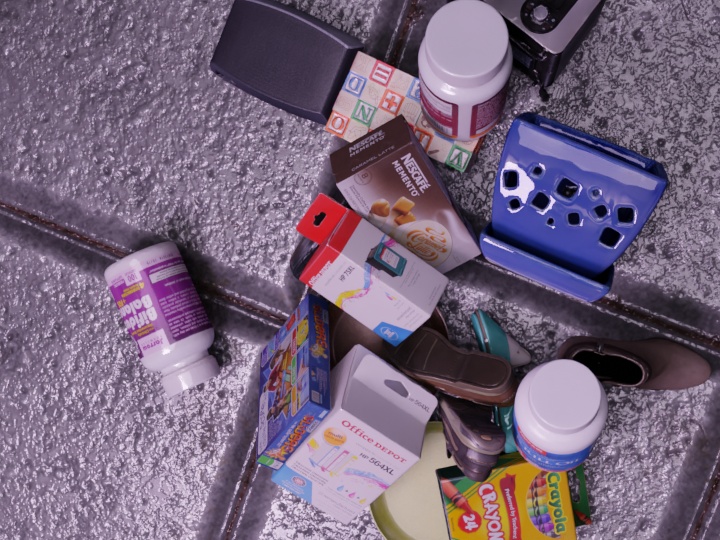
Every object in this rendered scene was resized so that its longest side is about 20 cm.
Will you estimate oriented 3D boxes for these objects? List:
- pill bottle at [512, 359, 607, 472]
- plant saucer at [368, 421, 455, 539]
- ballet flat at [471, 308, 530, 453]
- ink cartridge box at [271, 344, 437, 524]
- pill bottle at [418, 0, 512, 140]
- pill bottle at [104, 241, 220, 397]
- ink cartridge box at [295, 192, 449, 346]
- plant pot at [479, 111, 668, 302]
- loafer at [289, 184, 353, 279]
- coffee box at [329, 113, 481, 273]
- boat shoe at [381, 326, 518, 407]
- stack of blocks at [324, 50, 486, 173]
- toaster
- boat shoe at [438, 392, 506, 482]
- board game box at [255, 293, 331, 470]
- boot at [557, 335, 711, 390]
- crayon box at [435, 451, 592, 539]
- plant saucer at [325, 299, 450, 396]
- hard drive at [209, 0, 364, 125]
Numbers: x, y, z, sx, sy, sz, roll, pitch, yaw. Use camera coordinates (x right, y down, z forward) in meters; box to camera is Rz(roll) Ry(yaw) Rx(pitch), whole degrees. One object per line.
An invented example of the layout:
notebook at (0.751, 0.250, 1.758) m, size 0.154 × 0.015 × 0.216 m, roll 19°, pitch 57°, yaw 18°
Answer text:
pill bottle at (0.241, 0.174, 1.317) m, size 0.111 × 0.200 × 0.113 m, roll -2°, pitch 69°, yaw 6°
plant saucer at (0.108, 0.306, 1.495) m, size 0.198 × 0.031 × 0.202 m, roll 1°, pitch 94°, yaw 11°
ballet flat at (0.200, 0.143, 1.452) m, size 0.070 × 0.067 × 0.202 m, roll -12°, pitch 95°, yaw 0°
ink cartridge box at (-0.005, 0.209, 1.414) m, size 0.128 × 0.126 × 0.200 m, roll 32°, pitch 126°, yaw -13°
pill bottle at (0.126, -0.242, 1.313) m, size 0.113 × 0.200 × 0.115 m, roll -1°, pitch 78°, yaw 4°
pill bottle at (-0.273, 0.071, 1.522) m, size 0.111 × 0.112 × 0.202 m, roll -25°, pitch 88°, yaw 13°
ink cartridge box at (0.000, 0.000, 1.390) m, size 0.199 × 0.116 × 0.068 m, roll 34°, pitch 58°, yaw -5°
plant pot at (0.259, -0.079, 1.359) m, size 0.198 × 0.200 × 0.181 m, roll 22°, pitch 105°, yaw 10°
loafer at (-0.030, -0.073, 1.489) m, size 0.200 × 0.073 × 0.072 m, roll -47°, pitch 51°, yaw 6°
coffee box at (0.060, -0.086, 1.404) m, size 0.114 × 0.080 × 0.201 m, roll -28°, pitch 124°, yaw 11°
boat shoe at (0.115, 0.133, 1.416) m, size 0.199 × 0.068 × 0.072 m, roll 22°, pitch 64°, yaw 36°
stack of blocks at (0.066, -0.199, 1.457) m, size 0.199 × 0.059 × 0.116 m, roll 26°, pitch 99°, yaw 9°
toaster at (0.204, -0.332, 1.358) m, size 0.180 × 0.200 × 0.119 m, roll 40°, pitch 89°, yaw 8°
boat shoe at (0.133, 0.213, 1.394) m, size 0.074 × 0.200 × 0.074 m, roll 15°, pitch 99°, yaw -5°
board game box at (-0.090, 0.145, 1.432) m, size 0.034 × 0.201 × 0.136 m, roll 25°, pitch 125°, yaw -22°
boot at (0.350, 0.123, 1.371) m, size 0.198 × 0.146 × 0.071 m, roll 5°, pitch 93°, yaw 11°
crayon box at (0.209, 0.308, 1.433) m, size 0.198 × 0.051 × 0.128 m, roll -12°, pitch 101°, yaw -2°
plant saucer at (0.029, 0.107, 1.497) m, size 0.198 × 0.037 × 0.203 m, roll 1°, pitch 95°, yaw 12°
hard drive at (-0.107, -0.295, 1.491) m, size 0.199 × 0.042 × 0.136 m, roll 27°, pitch 99°, yaw 14°
